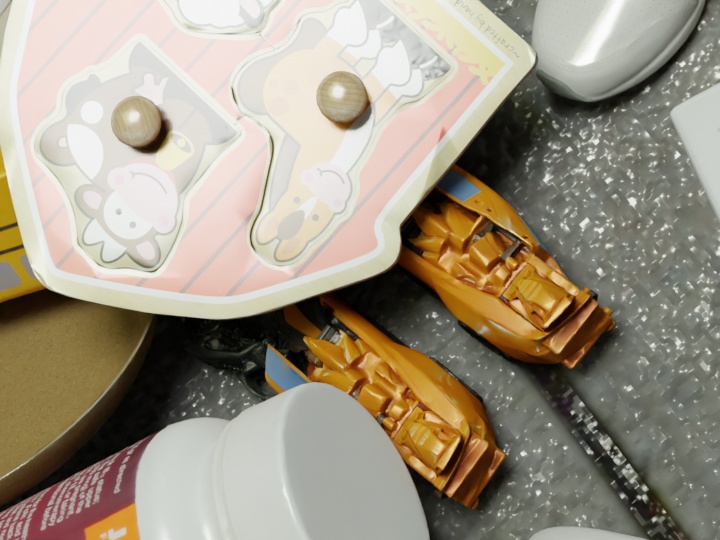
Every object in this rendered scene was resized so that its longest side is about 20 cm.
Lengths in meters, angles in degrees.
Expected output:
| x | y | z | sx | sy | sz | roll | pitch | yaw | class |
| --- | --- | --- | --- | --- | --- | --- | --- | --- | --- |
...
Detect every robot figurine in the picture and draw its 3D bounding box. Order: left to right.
| x | y | z | sx | sy | sz | roll | pitch | yaw | class |
| --- | --- | --- | --- | --- | --- | --- | --- | --- | --- |
| 0.000 | 0.000 | 0.855 | 0.200 | 0.058 | 0.145 | 37 | 88 | 30 | robot figurine |

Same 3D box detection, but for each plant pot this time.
| x | y | z | sx | sy | sz | roll | pitch | yaw | class |
| --- | --- | --- | --- | --- | --- | --- | --- | --- | --- |
| -0.173 | 0.052 | 0.890 | 0.199 | 0.028 | 0.200 | -18 | 33 | 12 | plant pot |

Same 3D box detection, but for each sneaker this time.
| x | y | z | sx | sy | sz | roll | pitch | yaw | class |
| --- | --- | --- | --- | --- | --- | --- | --- | --- | --- |
| 0.125 | -0.165 | 0.847 | 0.070 | 0.080 | 0.201 | 30 | 87 | 29 | sneaker |

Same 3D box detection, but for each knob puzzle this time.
| x | y | z | sx | sy | sz | roll | pitch | yaw | class |
| --- | --- | --- | --- | --- | --- | --- | --- | --- | --- |
| -0.060 | -0.069 | 0.813 | 0.218 | 0.030 | 0.221 | 0 | 87 | 5 | knob puzzle |

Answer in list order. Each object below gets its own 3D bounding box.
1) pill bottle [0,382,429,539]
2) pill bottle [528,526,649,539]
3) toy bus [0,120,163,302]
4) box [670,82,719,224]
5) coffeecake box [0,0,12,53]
| x | y | z | sx | sy | sz | roll | pitch | yaw | class |
| --- | --- | --- | --- | --- | --- | --- | --- | --- | --- |
| -0.079 | 0.126 | 0.795 | 0.199 | 0.114 | 0.115 | -28 | 61 | 26 | pill bottle |
| 0.086 | 0.199 | 0.712 | 0.109 | 0.110 | 0.201 | 9 | 75 | 27 | pill bottle |
| -0.160 | -0.031 | 0.896 | 0.199 | 0.078 | 0.065 | -17 | 40 | 14 | toy bus |
| 0.201 | 0.026 | 0.713 | 0.097 | 0.124 | 0.201 | -27 | 63 | 14 | box |
| -0.208 | -0.177 | 0.971 | 0.154 | 0.073 | 0.200 | -55 | 37 | -2 | coffeecake box |
